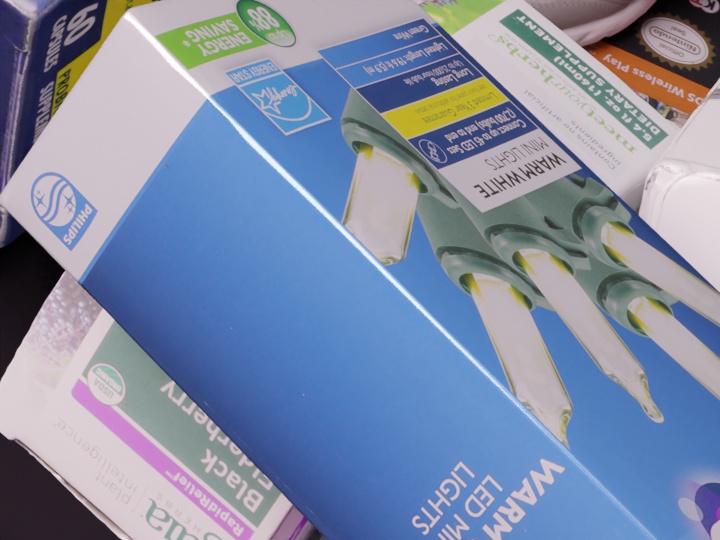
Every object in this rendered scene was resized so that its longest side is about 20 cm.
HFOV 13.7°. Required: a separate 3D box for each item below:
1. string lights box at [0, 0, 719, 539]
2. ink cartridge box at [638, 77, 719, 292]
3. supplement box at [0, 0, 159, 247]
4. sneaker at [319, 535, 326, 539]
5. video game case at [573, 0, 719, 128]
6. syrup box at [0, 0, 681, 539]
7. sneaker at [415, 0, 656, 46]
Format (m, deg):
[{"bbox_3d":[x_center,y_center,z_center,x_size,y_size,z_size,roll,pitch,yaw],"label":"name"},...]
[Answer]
[{"bbox_3d":[0.030,0.025,0.634,0.200,0.059,0.103,44,30,12],"label":"string lights box"},{"bbox_3d":[0.156,0.003,0.810,0.145,0.085,0.200,14,16,12],"label":"ink cartridge box"},{"bbox_3d":[-0.069,-0.122,0.846,0.109,0.109,0.200,38,58,13],"label":"supplement box"},{"bbox_3d":[0.007,0.126,0.682,0.201,0.073,0.114,-48,25,3],"label":"sneaker"},{"bbox_3d":[0.018,-0.074,0.923,0.200,0.026,0.181,23,55,-1],"label":"video game case"},{"bbox_3d":[0.000,0.000,0.766,0.079,0.081,0.200,40,33,9],"label":"syrup box"},{"bbox_3d":[0.094,-0.135,0.910,0.200,0.082,0.075,-29,69,-18],"label":"sneaker"}]
